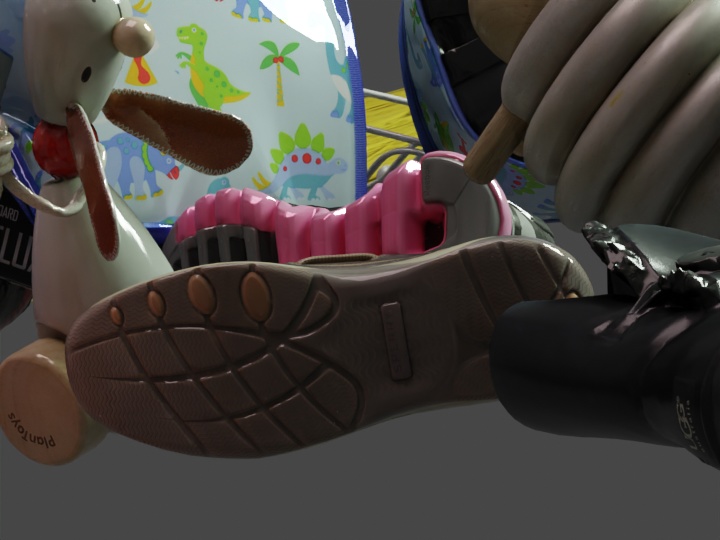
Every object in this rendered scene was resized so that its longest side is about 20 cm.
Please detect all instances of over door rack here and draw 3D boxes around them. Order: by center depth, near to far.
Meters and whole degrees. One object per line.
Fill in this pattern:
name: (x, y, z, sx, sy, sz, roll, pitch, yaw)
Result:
over door rack: (-0.016, -0.078, 1.564, 0.199, 0.067, 0.148, 26, 13, 10)

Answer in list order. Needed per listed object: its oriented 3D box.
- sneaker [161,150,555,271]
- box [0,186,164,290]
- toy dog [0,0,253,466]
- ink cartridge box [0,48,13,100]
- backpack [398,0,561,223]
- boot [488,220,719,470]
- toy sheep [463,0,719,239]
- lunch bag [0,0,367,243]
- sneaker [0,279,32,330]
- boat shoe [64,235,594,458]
sneaker: (0.000, 0.000, 1.298, 0.199, 0.080, 0.095, -7, -12, 35)
box: (-0.149, -0.031, 1.458, 0.199, 0.050, 0.158, 19, 16, 11)
toy dog: (-0.089, -0.010, 1.140, 0.096, 0.201, 0.132, 10, 44, 28)
ink cartridge box: (-0.275, -0.076, 1.345, 0.199, 0.117, 0.067, 16, -5, 20)
backpack: (0.120, -0.114, 1.454, 0.199, 0.184, 0.147, -13, -15, -12)
boot: (0.154, 0.006, 0.911, 0.199, 0.077, 0.168, -23, 15, -19)
toy sheep: (0.125, -0.061, 1.153, 0.138, 0.200, 0.138, -50, -9, -11)
lunch bag: (-0.095, -0.099, 1.398, 0.169, 0.201, 0.128, -1, -32, -29)
sneaker: (-0.239, 0.029, 1.431, 0.200, 0.071, 0.098, -19, 12, -30)
boat shoe: (-0.010, 0.030, 1.091, 0.199, 0.075, 0.073, -4, -2, 2)
